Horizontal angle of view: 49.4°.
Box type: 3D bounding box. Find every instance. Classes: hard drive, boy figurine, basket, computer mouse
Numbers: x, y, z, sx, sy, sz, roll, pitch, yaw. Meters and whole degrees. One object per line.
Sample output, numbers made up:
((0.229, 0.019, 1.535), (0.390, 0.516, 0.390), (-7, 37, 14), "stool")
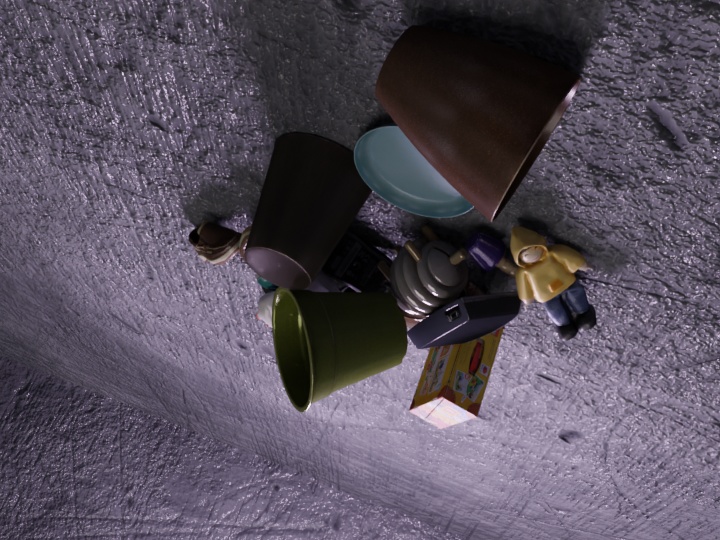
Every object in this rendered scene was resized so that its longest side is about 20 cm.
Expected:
((0.172, 0.086, 1.297), (0.132, 0.043, 0.200), (-5, 162, -25), "hard drive")
((0.295, 0.009, 1.200), (0.123, 0.065, 0.201), (-27, 119, 19), "boy figurine")
((-0.089, -0.084, 1.207), (0.177, 0.203, 0.137), (20, 154, 4), "basket")
((0.000, 0.000, 1.410), (0.199, 0.139, 0.053), (38, -172, -17), "computer mouse")

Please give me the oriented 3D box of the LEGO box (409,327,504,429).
((0.181, 0.177, 1.462), (0.076, 0.203, 0.149), (28, 154, -11), "LEGO box")

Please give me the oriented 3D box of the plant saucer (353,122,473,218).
((0.085, -0.150, 1.146), (0.196, 0.028, 0.201), (19, 153, 10), "plant saucer")

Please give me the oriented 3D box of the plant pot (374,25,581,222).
((0.121, -0.191, 0.908), (0.198, 0.188, 0.188), (34, 155, 10), "plant pot")

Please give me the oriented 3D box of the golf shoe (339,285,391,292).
((-0.029, 0.069, 1.507), (0.198, 0.079, 0.094), (-34, 138, 19), "golf shoe")

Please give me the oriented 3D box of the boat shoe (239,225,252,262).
((-0.188, -0.049, 1.480), (0.070, 0.078, 0.201), (-3, 158, 1), "boat shoe")

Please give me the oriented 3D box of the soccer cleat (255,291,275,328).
((-0.108, 0.110, 1.456), (0.077, 0.070, 0.199), (-25, 126, 37), "soccer cleat")

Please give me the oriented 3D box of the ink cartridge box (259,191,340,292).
((-0.109, -0.021, 1.387), (0.200, 0.043, 0.197), (48, -174, -40), "ink cartridge box")

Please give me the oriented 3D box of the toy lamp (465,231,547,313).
((0.252, 0.004, 1.258), (0.198, 0.059, 0.058), (31, 152, -20), "toy lamp")

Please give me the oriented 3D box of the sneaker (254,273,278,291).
((-0.129, 0.027, 1.482), (0.080, 0.071, 0.199), (51, -169, 16), "sneaker")

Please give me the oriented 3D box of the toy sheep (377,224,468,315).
((0.111, 0.005, 1.294), (0.136, 0.140, 0.200), (30, 151, -14), "toy sheep")

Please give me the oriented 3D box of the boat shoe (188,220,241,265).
((-0.291, -0.059, 1.538), (0.075, 0.075, 0.201), (51, 154, -19), "boat shoe")

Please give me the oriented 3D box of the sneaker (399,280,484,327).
((0.139, 0.051, 1.431), (0.197, 0.071, 0.076), (-9, 129, 35), "sneaker")

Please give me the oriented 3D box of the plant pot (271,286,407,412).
((-0.028, 0.110, 1.280), (0.186, 0.204, 0.200), (-10, 162, -22), "plant pot")

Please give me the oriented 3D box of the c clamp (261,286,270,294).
((-0.134, 0.082, 1.620), (0.199, 0.027, 0.171), (40, -167, -1), "c clamp")
